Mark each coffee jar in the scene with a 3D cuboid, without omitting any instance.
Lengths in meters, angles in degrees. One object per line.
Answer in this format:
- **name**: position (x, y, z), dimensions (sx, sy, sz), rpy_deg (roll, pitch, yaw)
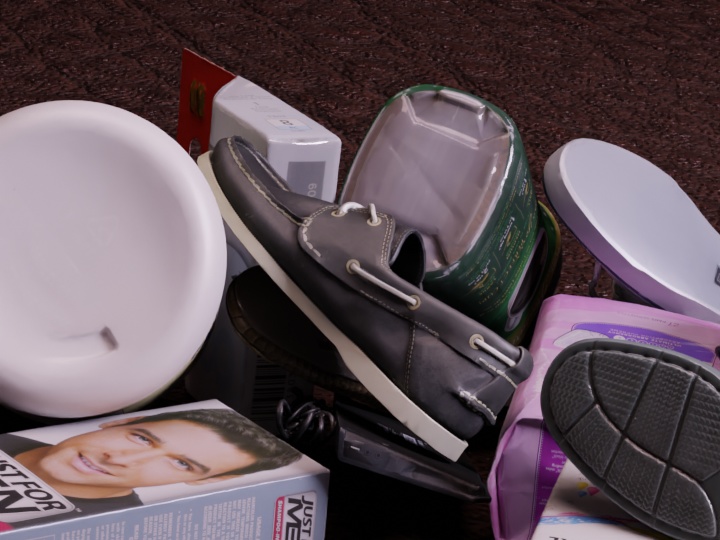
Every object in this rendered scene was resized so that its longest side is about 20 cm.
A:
- **coffee jar**: position (0.052, -0.017, 1.400), dimensions (0.085, 0.105, 0.200), rpy_deg (21, -12, 18)

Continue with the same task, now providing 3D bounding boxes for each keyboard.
- **keyboard**: position (0.005, 0.091, 1.248), dimensions (0.104, 0.040, 0.200), rpy_deg (23, 0, -1)

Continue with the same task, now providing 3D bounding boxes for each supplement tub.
- **supplement tub**: position (-0.138, 0.002, 1.273), dimensions (0.144, 0.146, 0.200), rpy_deg (4, -5, -4)

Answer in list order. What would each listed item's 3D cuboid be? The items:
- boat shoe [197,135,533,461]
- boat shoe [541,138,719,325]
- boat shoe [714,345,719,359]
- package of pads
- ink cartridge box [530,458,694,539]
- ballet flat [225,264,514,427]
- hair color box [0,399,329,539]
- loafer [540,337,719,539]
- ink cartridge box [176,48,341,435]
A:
- **boat shoe**: position (0.000, 0.000, 1.240), dimensions (0.200, 0.068, 0.072), rpy_deg (46, 10, 25)
- **boat shoe**: position (0.164, 0.012, 1.420), dimensions (0.201, 0.086, 0.075), rpy_deg (35, 48, -15)
- **boat shoe**: position (0.206, 0.050, 1.242), dimensions (0.062, 0.075, 0.200), rpy_deg (-40, 19, 6)
- **package of pads**: position (0.133, 0.079, 1.299), dimensions (0.120, 0.076, 0.200), rpy_deg (8, 19, 8)
- **ink cartridge box**: position (0.125, 0.146, 1.102), dimensions (0.115, 0.068, 0.200), rpy_deg (10, 18, 10)
- **ballet flat**: position (0.003, 0.046, 1.327), dimensions (0.199, 0.046, 0.068), rpy_deg (17, 48, -43)
- **hair color box**: position (-0.123, 0.112, 1.152), dimensions (0.199, 0.061, 0.099), rpy_deg (-7, 22, -35)
- **loafer**: position (0.170, 0.088, 1.104), dimensions (0.199, 0.072, 0.063), rpy_deg (25, 4, 24)
- **ink cartridge box**: position (-0.079, -0.020, 1.406), dimensions (0.047, 0.161, 0.200), rpy_deg (-3, 19, -28)
